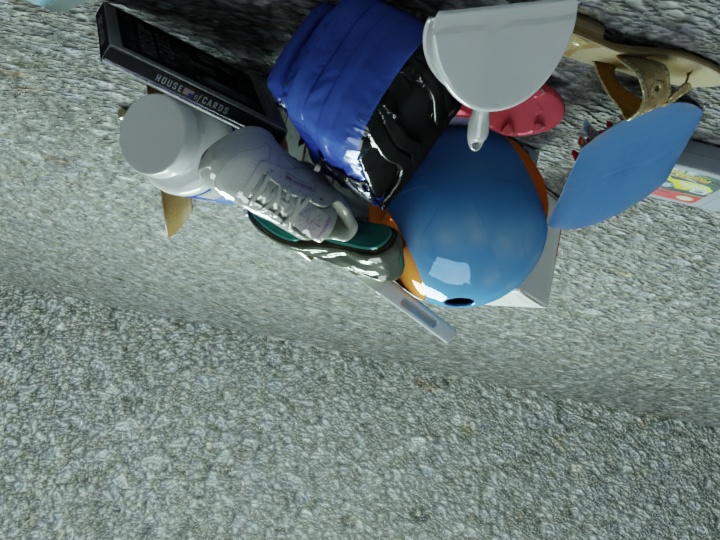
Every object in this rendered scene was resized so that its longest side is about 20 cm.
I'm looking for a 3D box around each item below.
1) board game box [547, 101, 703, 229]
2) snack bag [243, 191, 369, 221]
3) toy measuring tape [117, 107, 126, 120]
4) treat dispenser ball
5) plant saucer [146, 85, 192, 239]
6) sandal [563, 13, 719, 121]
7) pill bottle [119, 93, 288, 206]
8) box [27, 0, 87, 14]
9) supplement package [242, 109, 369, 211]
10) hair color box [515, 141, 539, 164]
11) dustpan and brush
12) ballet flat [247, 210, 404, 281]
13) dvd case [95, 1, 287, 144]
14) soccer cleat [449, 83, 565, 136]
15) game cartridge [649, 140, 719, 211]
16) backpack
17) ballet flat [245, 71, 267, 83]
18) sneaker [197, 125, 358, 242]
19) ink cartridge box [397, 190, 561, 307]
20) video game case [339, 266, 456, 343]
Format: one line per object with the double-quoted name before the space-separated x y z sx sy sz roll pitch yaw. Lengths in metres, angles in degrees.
"board game box" 0.271 -0.122 1.532 0.156 0.039 0.201 -19 152 -21
"snack bag" -0.020 -0.051 1.732 0.199 0.022 0.188 24 161 -35
"toy measuring tape" -0.218 -0.180 1.833 0.199 0.074 0.074 30 178 26
"treat dispenser ball" 0.107 -0.060 1.585 0.198 0.203 0.201 10 168 2
"plant saucer" -0.220 -0.139 1.680 0.035 0.203 0.200 -8 170 -6
"sandal" 0.248 -0.177 1.366 0.210 0.071 0.077 16 167 -24
"pill bottle" -0.168 -0.131 1.541 0.111 0.114 0.199 4 179 26
"box" -0.293 -0.299 1.343 0.136 0.038 0.199 19 166 -34
"supplement package" -0.043 -0.121 1.763 0.197 0.119 0.117 9 169 6
"hair color box" 0.127 -0.095 1.781 0.060 0.100 0.199 18 166 -32
"dustpan and brush" 0.119 -0.174 1.328 0.138 0.058 0.201 -8 135 -10
"ballet flat" -0.038 -0.031 1.538 0.198 0.068 0.064 18 144 34
"dvd case" -0.174 -0.201 1.479 0.198 0.025 0.151 25 -162 -23
"soccer cleat" 0.118 -0.179 1.526 0.197 0.068 0.077 1 -161 13
"game cartridge" 0.361 -0.114 1.653 0.197 0.041 0.133 12 164 -9
"backpack" -0.005 -0.170 1.396 0.167 0.164 0.200 29 174 12
"ballet flat" -0.163 -0.165 1.692 0.069 0.070 0.200 17 138 -30
"sneaker" -0.074 -0.080 1.426 0.199 0.075 0.100 18 -159 -50
"ink cartridge box" 0.160 -0.033 1.929 0.198 0.149 0.085 2 165 39
"video game case" 0.000 0.000 1.655 0.199 0.024 0.182 36 180 36
